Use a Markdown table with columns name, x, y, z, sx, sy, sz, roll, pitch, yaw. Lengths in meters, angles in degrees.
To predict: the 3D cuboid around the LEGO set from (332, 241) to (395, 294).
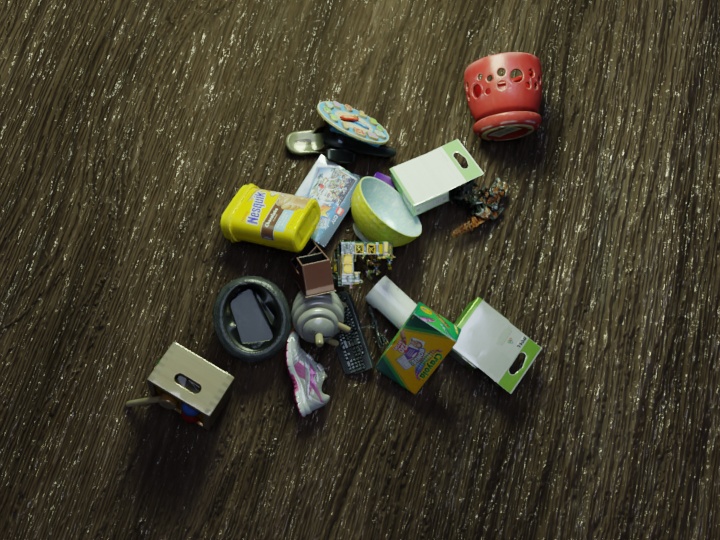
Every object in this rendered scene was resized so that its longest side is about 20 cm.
| name | x | y | z | sx | sy | sz | roll | pitch | yaw |
| --- | --- | --- | --- | --- | --- | --- | --- | --- | --- |
| LEGO set | 0.000 | 0.000 | 1.605 | 0.153 | 0.200 | 0.117 | 1 | 84 | -20 |

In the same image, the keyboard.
| name | x | y | z | sx | sy | sz | roll | pitch | yaw |
| --- | --- | --- | --- | --- | --- | --- | --- | --- | --- |
| keyboard | -0.009 | 0.144 | 1.637 | 0.126 | 0.021 | 0.201 | -20 | 80 | 4 |

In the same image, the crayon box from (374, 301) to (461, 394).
| name | x | y | z | sx | sy | sz | roll | pitch | yaw |
| --- | --- | --- | --- | --- | --- | --- | --- | --- | --- |
| crayon box | 0.133 | 0.184 | 1.574 | 0.118 | 0.200 | 0.058 | 33 | 34 | 2 |

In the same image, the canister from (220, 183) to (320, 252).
| name | x | y | z | sx | sy | sz | roll | pitch | yaw |
| --- | --- | --- | --- | --- | --- | --- | --- | --- | --- |
| canister | -0.212 | -0.124 | 1.607 | 0.199 | 0.087 | 0.149 | 12 | 55 | 23 |

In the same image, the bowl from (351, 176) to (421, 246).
| name | x | y | z | sx | sy | sz | roll | pitch | yaw |
| --- | --- | --- | --- | --- | --- | --- | --- | --- | --- |
| bowl | 0.043 | -0.125 | 1.665 | 0.200 | 0.200 | 0.108 | 48 | 119 | 6 |

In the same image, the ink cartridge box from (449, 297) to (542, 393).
| name | x | y | z | sx | sy | sz | roll | pitch | yaw |
| --- | --- | --- | --- | --- | --- | --- | --- | --- | --- |
| ink cartridge box | 0.318 | 0.188 | 1.652 | 0.200 | 0.076 | 0.148 | 39 | 75 | 2 |

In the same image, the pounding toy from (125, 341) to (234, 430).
| name | x | y | z | sx | sy | sz | roll | pitch | yaw |
| --- | --- | --- | --- | --- | --- | --- | --- | --- | --- |
| pounding toy | -0.408 | 0.271 | 1.502 | 0.199 | 0.184 | 0.143 | 30 | 63 | 1 |

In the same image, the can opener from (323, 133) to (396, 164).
| name | x | y | z | sx | sy | sz | roll | pitch | yaw |
| --- | --- | --- | --- | --- | --- | --- | --- | --- | --- |
| can opener | -0.002 | -0.313 | 1.728 | 0.199 | 0.063 | 0.079 | -1 | 107 | -28 |

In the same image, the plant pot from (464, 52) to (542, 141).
| name | x | y | z | sx | sy | sz | roll | pitch | yaw |
| --- | --- | --- | --- | --- | --- | --- | --- | --- | --- |
| plant pot | 0.378 | -0.445 | 1.755 | 0.199 | 0.200 | 0.184 | -5 | 85 | -8 |

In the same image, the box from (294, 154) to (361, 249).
| name | x | y | z | sx | sy | sz | roll | pitch | yaw |
| --- | --- | --- | --- | --- | --- | --- | --- | --- | --- |
| box | -0.095 | -0.173 | 1.698 | 0.136 | 0.038 | 0.201 | 32 | 81 | 1 |

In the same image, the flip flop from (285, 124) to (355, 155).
| name | x | y | z | sx | sy | sz | roll | pitch | yaw |
| --- | --- | --- | --- | --- | --- | --- | --- | --- | --- |
| flip flop | -0.095 | -0.346 | 1.738 | 0.199 | 0.058 | 0.082 | -9 | 78 | -13 |

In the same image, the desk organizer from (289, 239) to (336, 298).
| name | x | y | z | sx | sy | sz | roll | pitch | yaw |
| --- | --- | --- | --- | --- | --- | --- | --- | --- | --- |
| desk organizer | -0.119 | -0.009 | 1.575 | 0.071 | 0.200 | 0.077 | -12 | 109 | -12 |

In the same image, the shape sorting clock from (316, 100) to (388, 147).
| name | x | y | z | sx | sy | sz | roll | pitch | yaw |
| --- | --- | --- | --- | --- | --- | --- | --- | --- | --- |
| shape sorting clock | -0.017 | -0.379 | 1.708 | 0.199 | 0.039 | 0.200 | 22 | 33 | -15 |

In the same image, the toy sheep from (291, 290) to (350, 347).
| name | x | y | z | sx | sy | sz | roll | pitch | yaw |
| --- | --- | --- | --- | --- | --- | --- | --- | --- | --- |
| toy sheep | -0.096 | 0.107 | 1.562 | 0.137 | 0.200 | 0.139 | -5 | 122 | -8 |

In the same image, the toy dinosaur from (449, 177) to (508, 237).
| name | x | y | z | sx | sy | sz | roll | pitch | yaw |
| --- | --- | --- | --- | --- | --- | --- | --- | --- | --- |
| toy dinosaur | 0.303 | -0.170 | 1.733 | 0.136 | 0.102 | 0.200 | 44 | 53 | -12 |

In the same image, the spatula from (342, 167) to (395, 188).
| name | x | y | z | sx | sy | sz | roll | pitch | yaw |
| --- | --- | --- | --- | --- | --- | --- | --- | --- | --- |
| spatula | -0.006 | -0.244 | 1.745 | 0.199 | 0.021 | 0.057 | 18 | 74 | -2 |

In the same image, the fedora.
| name | x | y | z | sx | sy | sz | roll | pitch | yaw |
| --- | --- | --- | --- | --- | --- | --- | --- | --- | --- |
| fedora | -0.255 | 0.117 | 1.590 | 0.199 | 0.092 | 0.202 | 1 | 79 | -7 |

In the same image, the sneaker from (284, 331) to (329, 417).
| name | x | y | z | sx | sy | sz | roll | pitch | yaw |
| --- | --- | --- | --- | --- | --- | --- | --- | --- | --- |
| sneaker | -0.127 | 0.239 | 1.588 | 0.088 | 0.081 | 0.201 | -14 | 87 | -11 |

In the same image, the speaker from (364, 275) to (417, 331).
| name | x | y | z | sx | sy | sz | roll | pitch | yaw |
| --- | --- | --- | --- | --- | --- | --- | --- | --- | --- |
| speaker | 0.105 | 0.106 | 1.643 | 0.200 | 0.081 | 0.081 | 43 | 75 | 4 |

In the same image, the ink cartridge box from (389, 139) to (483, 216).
| name | x | y | z | sx | sy | sz | roll | pitch | yaw |
| --- | --- | --- | --- | --- | --- | --- | --- | --- | --- |
| ink cartridge box | 0.192 | -0.238 | 1.710 | 0.199 | 0.048 | 0.146 | -23 | 56 | -7 |
